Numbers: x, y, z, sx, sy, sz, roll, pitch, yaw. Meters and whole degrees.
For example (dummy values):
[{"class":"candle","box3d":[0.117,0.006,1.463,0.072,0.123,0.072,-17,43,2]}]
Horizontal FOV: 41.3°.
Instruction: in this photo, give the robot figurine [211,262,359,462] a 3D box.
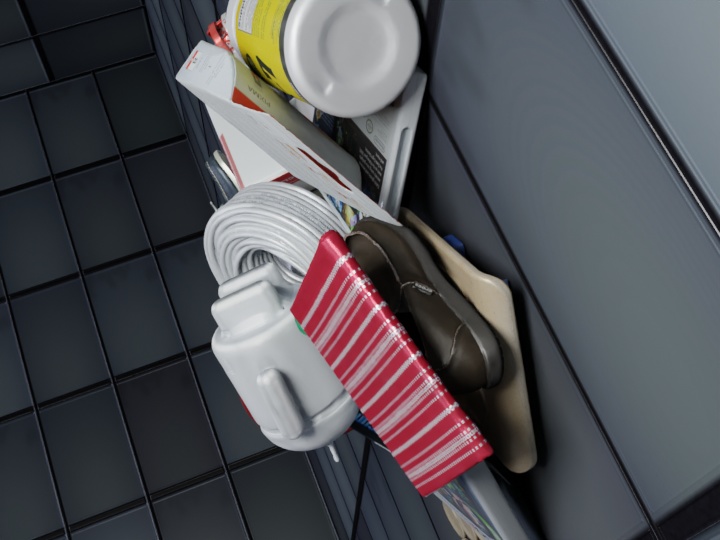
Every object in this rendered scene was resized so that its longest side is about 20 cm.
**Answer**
[{"class":"robot figurine","box3d":[-0.070,0.094,0.939,0.201,0.112,0.170,62,-164,-20]}]

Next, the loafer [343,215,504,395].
[{"class":"loafer","box3d":[0.034,0.026,0.767,0.200,0.071,0.074,47,152,42]}]

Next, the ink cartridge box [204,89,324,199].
[{"class":"ink cartridge box","box3d":[-0.113,-0.156,1.213,0.200,0.083,0.145,35,-149,-77]}]

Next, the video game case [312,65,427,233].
[{"class":"video game case","box3d":[-0.001,-0.133,0.893,0.200,0.023,0.183,-124,38,-51]}]

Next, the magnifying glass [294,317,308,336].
[{"class":"magnifying glass","box3d":[0.000,0.000,0.904,0.200,0.079,0.023,-56,-45,-49]}]

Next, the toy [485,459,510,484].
[{"class":"toy","box3d":[0.079,0.138,0.973,0.115,0.047,0.200,44,175,-23]}]

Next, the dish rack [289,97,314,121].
[{"class":"dish rack","box3d":[-0.043,-0.176,1.104,0.200,0.043,0.173,104,144,-71]}]

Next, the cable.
[{"class":"cable","box3d":[-0.072,-0.002,1.016,0.200,0.069,0.199,48,142,-14]}]

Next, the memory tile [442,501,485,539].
[{"class":"memory tile","box3d":[0.126,0.274,1.048,0.154,0.017,0.200,63,167,7]}]

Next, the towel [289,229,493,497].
[{"class":"towel","box3d":[0.017,0.074,0.735,0.201,0.022,0.145,54,155,11]}]

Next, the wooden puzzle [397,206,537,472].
[{"class":"wooden puzzle","box3d":[0.093,0.051,0.833,0.200,0.046,0.187,41,149,59]}]

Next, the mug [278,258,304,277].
[{"class":"mug","box3d":[-0.051,-0.001,1.175,0.186,0.148,0.155,29,131,52]}]

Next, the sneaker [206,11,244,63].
[{"class":"sneaker","box3d":[-0.130,-0.307,1.142,0.202,0.107,0.068,92,156,-60]}]

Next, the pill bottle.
[{"class":"pill bottle","box3d":[-0.041,-0.202,0.807,0.200,0.113,0.115,39,147,59]}]

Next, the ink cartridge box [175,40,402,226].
[{"class":"ink cartridge box","box3d":[-0.055,-0.120,0.807,0.162,0.050,0.200,37,174,-36]}]

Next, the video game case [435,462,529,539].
[{"class":"video game case","box3d":[0.073,0.177,0.878,0.181,0.023,0.201,33,159,50]}]

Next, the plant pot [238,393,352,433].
[{"class":"plant pot","box3d":[-0.067,0.145,1.367,0.202,0.199,0.182,70,160,3]}]

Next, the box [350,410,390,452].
[{"class":"box","box3d":[0.001,0.165,1.148,0.158,0.046,0.200,32,175,0]}]

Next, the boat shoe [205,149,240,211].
[{"class":"boat shoe","box3d":[-0.148,-0.061,1.218,0.201,0.061,0.075,59,-172,-34]}]
